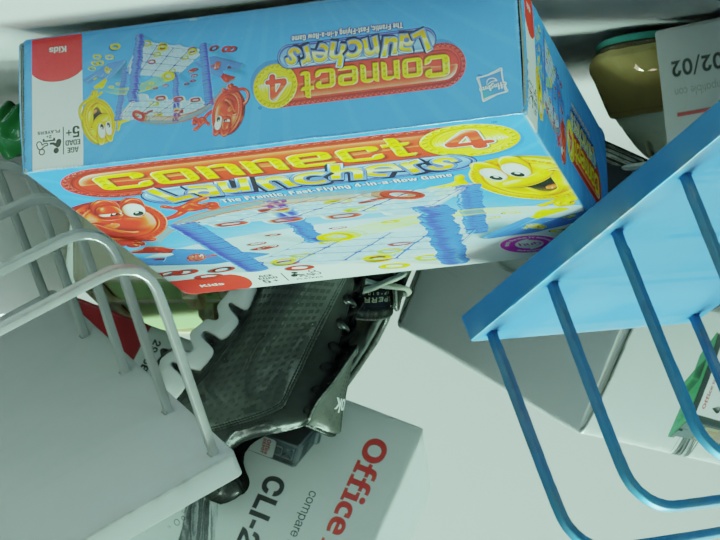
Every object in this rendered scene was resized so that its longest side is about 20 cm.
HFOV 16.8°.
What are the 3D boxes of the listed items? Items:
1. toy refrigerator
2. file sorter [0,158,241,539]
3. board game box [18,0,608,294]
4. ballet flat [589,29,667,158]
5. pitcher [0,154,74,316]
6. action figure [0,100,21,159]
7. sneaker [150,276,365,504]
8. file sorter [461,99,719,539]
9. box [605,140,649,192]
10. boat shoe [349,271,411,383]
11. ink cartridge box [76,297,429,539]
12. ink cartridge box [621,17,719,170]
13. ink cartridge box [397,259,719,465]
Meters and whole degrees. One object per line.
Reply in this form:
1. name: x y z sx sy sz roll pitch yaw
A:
1. toy refrigerator: -0.098 -0.007 1.280 0.076 0.070 0.200 -1 170 2
2. file sorter: -0.173 0.037 1.102 0.139 0.125 0.200 -28 -147 -19
3. board game box: -0.011 -0.049 1.002 0.200 0.056 0.196 -6 164 14
4. ballet flat: 0.161 -0.083 1.230 0.069 0.063 0.200 -8 178 18
5. pitcher: -0.255 -0.028 1.361 0.200 0.121 0.172 5 -160 0
6. action figure: -0.079 -0.070 1.147 0.200 0.055 0.118 -1 -177 15
7. sneaker: -0.029 0.033 1.181 0.200 0.090 0.066 -47 172 3
8. file sorter: 0.167 0.022 1.016 0.139 0.123 0.200 -3 154 -37
9. box: 0.136 -0.035 1.242 0.161 0.049 0.200 22 -173 2
10. boat shoe: 0.000 0.000 1.257 0.072 0.071 0.200 0 135 -24
11. ink cartridge box: -0.082 0.121 1.236 0.200 0.144 0.084 20 157 11
12. ink cartridge box: 0.218 -0.086 1.124 0.115 0.068 0.200 -8 178 44
13. ink cartridge box: 0.140 0.035 1.277 0.200 0.084 0.146 15 -169 -46
